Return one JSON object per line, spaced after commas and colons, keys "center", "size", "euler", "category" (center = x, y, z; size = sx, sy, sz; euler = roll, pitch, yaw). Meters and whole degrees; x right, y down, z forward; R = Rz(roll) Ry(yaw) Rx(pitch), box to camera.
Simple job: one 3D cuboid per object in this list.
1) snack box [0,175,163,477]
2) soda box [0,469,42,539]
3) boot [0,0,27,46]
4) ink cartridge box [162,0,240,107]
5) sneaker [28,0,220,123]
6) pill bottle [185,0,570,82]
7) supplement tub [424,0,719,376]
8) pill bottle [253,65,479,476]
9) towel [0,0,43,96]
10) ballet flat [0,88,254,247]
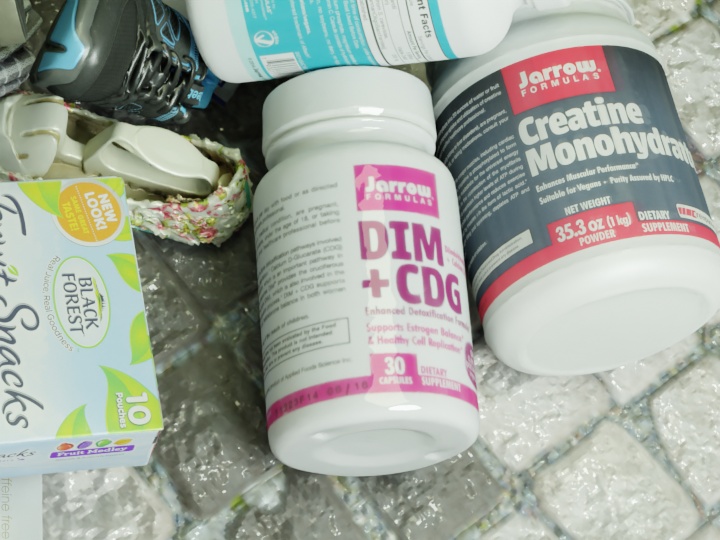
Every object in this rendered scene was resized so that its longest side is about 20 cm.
{"center": [-0.207, 0.030, 1.154], "size": [0.199, 0.053, 0.143], "euler": [-3, 66, -18], "category": "snack box"}
{"center": [-0.195, 0.110, 1.187], "size": [0.063, 0.068, 0.201], "euler": [5, 61, -16], "category": "soda box"}
{"center": [-0.273, -0.156, 1.183], "size": [0.199, 0.073, 0.182], "euler": [-11, 39, -1], "category": "boot"}
{"center": [-0.094, -0.234, 1.384], "size": [0.197, 0.047, 0.200], "euler": [38, 100, 4], "category": "ink cartridge box"}
{"center": [-0.119, -0.119, 1.274], "size": [0.082, 0.200, 0.073], "euler": [33, 102, 1], "category": "sneaker"}
{"center": [0.011, -0.165, 1.277], "size": [0.199, 0.111, 0.111], "euler": [-6, 61, 12], "category": "pill bottle"}
{"center": [0.117, -0.055, 1.335], "size": [0.140, 0.140, 0.201], "euler": [-5, 65, -21], "category": "supplement tub"}
{"center": [0.000, 0.000, 1.273], "size": [0.113, 0.113, 0.201], "euler": [1, 69, -17], "category": "pill bottle"}
{"center": [-0.284, -0.124, 1.252], "size": [0.165, 0.086, 0.200], "euler": [29, 49, 29], "category": "towel"}
{"center": [-0.151, -0.067, 1.300], "size": [0.199, 0.064, 0.076], "euler": [11, 62, -12], "category": "ballet flat"}
